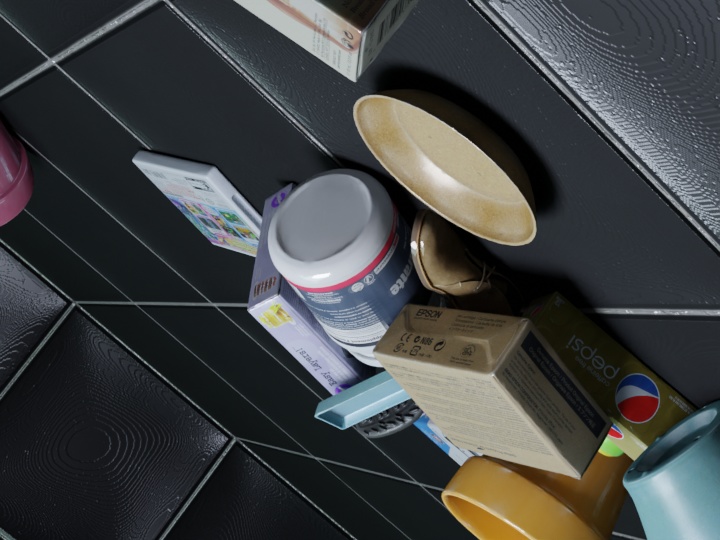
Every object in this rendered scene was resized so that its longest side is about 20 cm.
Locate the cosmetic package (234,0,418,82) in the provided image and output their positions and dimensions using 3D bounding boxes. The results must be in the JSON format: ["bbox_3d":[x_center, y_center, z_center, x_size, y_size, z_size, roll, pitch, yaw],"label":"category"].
[{"bbox_3d":[-0.054,-0.246,1.184,0.199,0.104,0.087,33,163,8],"label":"cosmetic package"}]

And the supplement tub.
[{"bbox_3d":[0.000,0.000,1.696,0.140,0.141,0.200,25,161,38],"label":"supplement tub"}]

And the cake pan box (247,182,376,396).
[{"bbox_3d":[-0.047,0.024,1.829,0.052,0.201,0.184,-24,128,25],"label":"cake pan box"}]

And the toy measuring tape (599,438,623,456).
[{"bbox_3d":[0.289,0.190,1.686,0.200,0.073,0.074,50,165,1],"label":"toy measuring tape"}]

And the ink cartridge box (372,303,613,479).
[{"bbox_3d":[0.131,0.118,1.605,0.199,0.075,0.165,7,145,54],"label":"ink cartridge box"}]

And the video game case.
[{"bbox_3d":[-0.194,-0.084,2.108,0.199,0.024,0.182,15,154,52],"label":"video game case"}]

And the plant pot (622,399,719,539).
[{"bbox_3d":[0.356,0.236,1.520,0.188,0.200,0.200,52,164,0],"label":"plant pot"}]

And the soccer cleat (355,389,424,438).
[{"bbox_3d":[0.082,0.130,1.815,0.073,0.200,0.068,27,-152,-58],"label":"soccer cleat"}]

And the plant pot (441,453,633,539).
[{"bbox_3d":[0.224,0.239,1.811,0.199,0.184,0.200,34,165,10],"label":"plant pot"}]

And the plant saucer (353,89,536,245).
[{"bbox_3d":[0.083,-0.100,1.423,0.199,0.036,0.200,35,164,11],"label":"plant saucer"}]

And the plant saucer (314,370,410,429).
[{"bbox_3d":[0.046,0.123,1.752,0.070,0.199,0.019,33,-144,-57],"label":"plant saucer"}]

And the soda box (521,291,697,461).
[{"bbox_3d":[0.243,0.112,1.617,0.200,0.068,0.064,39,164,-7],"label":"soda box"}]

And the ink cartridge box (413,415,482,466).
[{"bbox_3d":[0.177,0.210,2.015,0.144,0.084,0.200,42,163,-19],"label":"ink cartridge box"}]

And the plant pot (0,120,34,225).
[{"bbox_3d":[-0.627,-0.185,2.497,0.199,0.200,0.180,29,148,25],"label":"plant pot"}]

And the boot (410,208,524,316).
[{"bbox_3d":[0.111,-0.001,1.622,0.075,0.074,0.200,4,153,30],"label":"boot"}]
